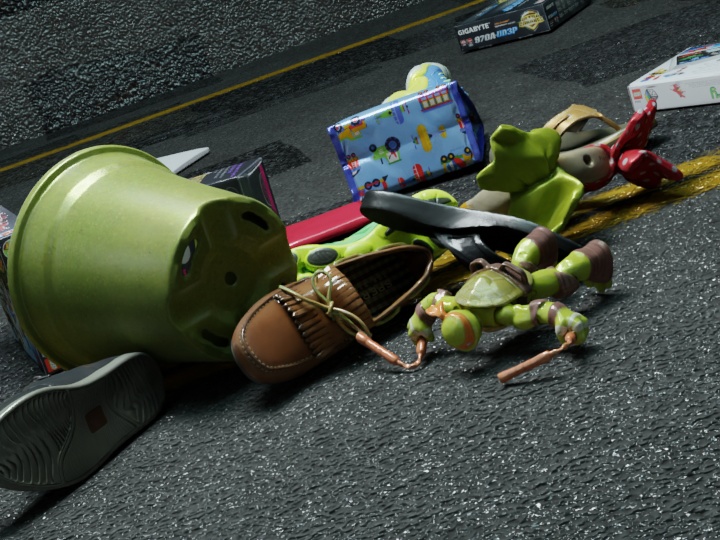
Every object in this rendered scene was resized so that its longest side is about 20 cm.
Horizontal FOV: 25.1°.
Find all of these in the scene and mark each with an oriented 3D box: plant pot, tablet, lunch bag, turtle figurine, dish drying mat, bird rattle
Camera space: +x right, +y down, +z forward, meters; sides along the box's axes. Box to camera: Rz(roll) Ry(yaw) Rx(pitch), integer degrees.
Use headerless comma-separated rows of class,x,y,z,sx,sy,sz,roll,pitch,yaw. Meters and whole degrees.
plant pot,-0.157,-0.001,1.329,0.200,0.201,0.184,-29,23,-36
tablet,-0.334,-0.144,2.406,0.199,0.014,0.130,-11,17,28
lunch bag,0.059,-0.150,1.827,0.150,0.095,0.200,-19,5,10
turtle figurine,0.100,0.018,1.181,0.199,0.065,0.161,-3,21,46
dish drying mat,-0.082,-0.026,1.662,0.199,0.018,0.077,-20,15,-10
bird rattle,0.171,-0.085,1.416,0.199,0.113,0.163,-27,0,-38

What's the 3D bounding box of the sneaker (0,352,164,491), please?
sneaker,-0.244,0.123,1.232,0.106,0.075,0.200,-14,5,32

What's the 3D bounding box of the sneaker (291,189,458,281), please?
sneaker,0.000,0.000,1.398,0.199,0.074,0.084,-24,-12,-5

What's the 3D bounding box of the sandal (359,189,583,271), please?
sandal,0.090,-0.019,1.308,0.199,0.048,0.075,13,-12,26

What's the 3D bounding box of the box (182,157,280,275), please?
box,-0.176,-0.016,1.525,0.199,0.123,0.106,-14,11,13

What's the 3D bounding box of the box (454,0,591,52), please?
box,0.259,-0.407,2.566,0.158,0.046,0.200,-9,17,32

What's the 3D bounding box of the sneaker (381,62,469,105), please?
sneaker,0.100,-0.204,2.006,0.104,0.076,0.200,2,29,24

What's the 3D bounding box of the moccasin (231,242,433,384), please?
moccasin,-0.018,0.030,1.265,0.201,0.074,0.078,-20,-13,-39

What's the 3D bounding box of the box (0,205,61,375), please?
box,-0.330,0.015,1.578,0.038,0.137,0.200,-23,15,-16

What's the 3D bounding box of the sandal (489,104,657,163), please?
sandal,0.207,-0.140,1.645,0.199,0.054,0.080,-3,21,46

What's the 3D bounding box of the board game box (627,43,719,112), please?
board game box,0.399,-0.213,1.711,0.126,0.035,0.199,-31,19,-38
